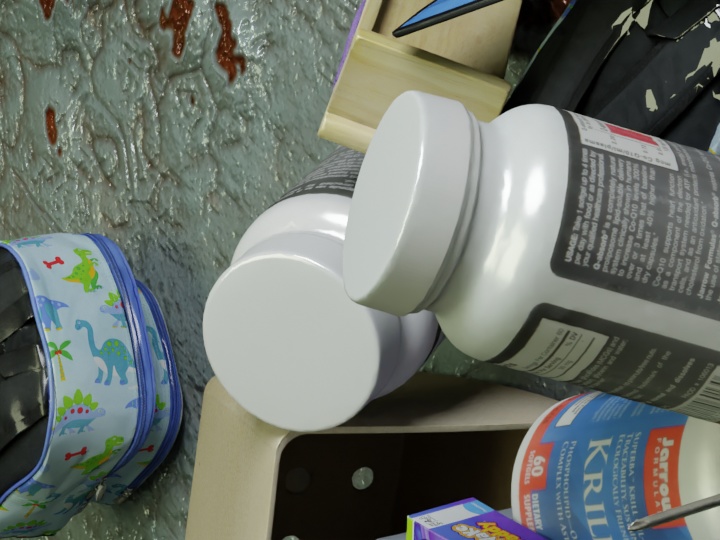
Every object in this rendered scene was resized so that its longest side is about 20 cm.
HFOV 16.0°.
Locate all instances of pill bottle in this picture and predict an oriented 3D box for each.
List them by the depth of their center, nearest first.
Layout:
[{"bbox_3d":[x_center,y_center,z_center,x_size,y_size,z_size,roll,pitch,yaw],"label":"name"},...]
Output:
[{"bbox_3d":[0.101,-0.007,1.115,0.116,0.200,0.117,-164,90,-75],"label":"pill bottle"},{"bbox_3d":[0.173,0.103,1.229,0.200,0.112,0.113,-16,80,53],"label":"pill bottle"},{"bbox_3d":[0.000,0.000,1.336,0.114,0.200,0.114,8,114,20],"label":"pill bottle"}]

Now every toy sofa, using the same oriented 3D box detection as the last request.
[{"bbox_3d":[0.037,-0.123,1.333,0.200,0.083,0.098,-74,6,-50],"label":"toy sofa"}]

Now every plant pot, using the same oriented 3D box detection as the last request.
[{"bbox_3d":[0.000,0.147,1.419,0.177,0.200,0.200,-143,58,-60],"label":"plant pot"}]

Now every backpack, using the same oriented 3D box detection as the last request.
[{"bbox_3d":[0.152,-0.077,1.235,0.200,0.153,0.163,101,153,-47],"label":"backpack"},{"bbox_3d":[-0.207,0.070,1.718,0.200,0.147,0.183,-42,59,51],"label":"backpack"}]

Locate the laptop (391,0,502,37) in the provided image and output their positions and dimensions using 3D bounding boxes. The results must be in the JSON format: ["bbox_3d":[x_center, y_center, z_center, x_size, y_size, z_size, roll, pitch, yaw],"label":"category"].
[{"bbox_3d":[0.105,-0.214,1.222,0.177,0.103,0.200,-15,70,38],"label":"laptop"}]

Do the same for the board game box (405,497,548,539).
[{"bbox_3d":[0.076,0.230,1.262,0.134,0.045,0.200,24,118,49],"label":"board game box"}]

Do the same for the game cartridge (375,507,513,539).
[{"bbox_3d":[0.058,0.227,1.353,0.040,0.133,0.200,-139,43,-62],"label":"game cartridge"}]

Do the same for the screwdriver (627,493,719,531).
[{"bbox_3d":[0.202,0.083,1.121,0.029,0.200,0.028,-138,38,-64],"label":"screwdriver"}]
